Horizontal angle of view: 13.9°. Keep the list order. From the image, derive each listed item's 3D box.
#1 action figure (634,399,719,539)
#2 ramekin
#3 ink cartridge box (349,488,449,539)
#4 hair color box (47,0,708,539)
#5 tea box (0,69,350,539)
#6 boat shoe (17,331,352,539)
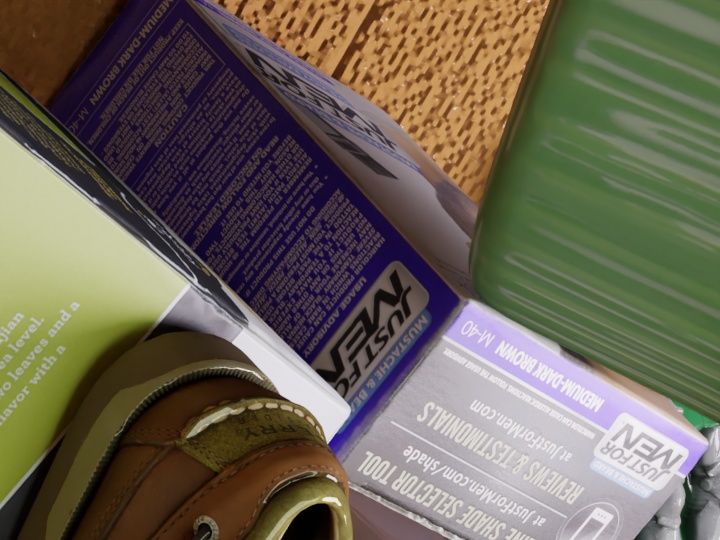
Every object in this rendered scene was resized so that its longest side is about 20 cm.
[{"bbox_3d":[0.103,0.034,0.995,0.118,0.055,0.201,-14,96,-49],"label":"action figure"},{"bbox_3d":[0.101,-0.059,0.724,0.200,0.097,0.200,22,90,-84],"label":"ramekin"},{"bbox_3d":[0.035,0.139,1.037,0.200,0.068,0.116,4,112,-36],"label":"ink cartridge box"},{"bbox_3d":[0.000,0.000,0.843,0.109,0.200,0.065,30,104,-41],"label":"hair color box"},{"bbox_3d":[-0.144,-0.007,0.745,0.134,0.200,0.197,-48,131,0],"label":"tea box"},{"bbox_3d":[-0.059,0.116,0.695,0.072,0.068,0.200,-1,119,-38],"label":"boat shoe"}]
